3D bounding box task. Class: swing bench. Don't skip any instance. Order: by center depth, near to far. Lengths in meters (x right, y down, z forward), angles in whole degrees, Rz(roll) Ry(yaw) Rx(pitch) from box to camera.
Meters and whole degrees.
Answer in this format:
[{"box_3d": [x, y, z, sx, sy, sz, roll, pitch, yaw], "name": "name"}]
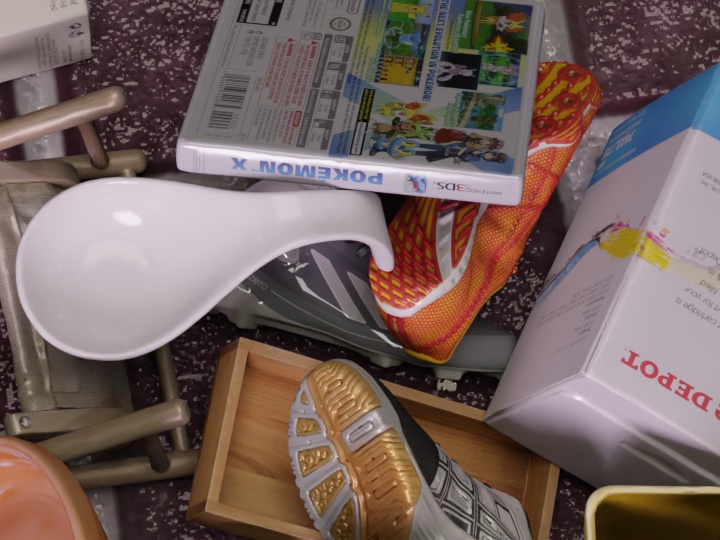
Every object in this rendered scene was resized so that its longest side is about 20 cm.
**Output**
[{"box_3d": [-0.204, 0.026, 1.567, 0.200, 0.130, 0.199, -12, 73, -2], "name": "swing bench"}]

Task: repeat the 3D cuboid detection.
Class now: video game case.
[{"box_3d": [0.005, -0.102, 1.554, 0.182, 0.022, 0.200, 6, 33, 4], "name": "video game case"}]

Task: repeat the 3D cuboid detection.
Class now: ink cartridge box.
[{"box_3d": [0.189, 0.021, 1.559, 0.147, 0.146, 0.200, 31, 69, -12], "name": "ink cartridge box"}]

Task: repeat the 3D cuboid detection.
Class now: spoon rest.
[{"box_3d": [-0.080, -0.011, 1.481, 0.200, 0.061, 0.099, -11, 71, -10], "name": "spoon rest"}]

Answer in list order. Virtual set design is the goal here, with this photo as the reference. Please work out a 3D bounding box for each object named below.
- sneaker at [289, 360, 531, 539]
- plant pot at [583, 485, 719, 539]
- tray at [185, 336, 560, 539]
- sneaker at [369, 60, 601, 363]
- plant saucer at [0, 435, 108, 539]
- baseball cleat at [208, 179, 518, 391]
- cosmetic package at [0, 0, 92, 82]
[{"box_3d": [0.038, 0.132, 1.514, 0.088, 0.076, 0.200, -27, 85, -50], "name": "sneaker"}, {"box_3d": [0.209, 0.231, 1.494, 0.200, 0.176, 0.200, 0, 72, -3], "name": "plant pot"}, {"box_3d": [0.010, 0.114, 1.563, 0.200, 0.037, 0.099, 18, 70, -20], "name": "tray"}, {"box_3d": [0.068, -0.037, 1.580, 0.073, 0.077, 0.200, 24, 63, 30], "name": "sneaker"}, {"box_3d": [-0.178, 0.184, 1.428, 0.037, 0.200, 0.200, 11, 67, -38], "name": "plant saucer"}, {"box_3d": [0.000, 0.000, 1.604, 0.200, 0.070, 0.107, 13, 97, 1], "name": "baseball cleat"}, {"box_3d": [-0.264, -0.154, 1.650, 0.200, 0.071, 0.105, -17, 74, -9], "name": "cosmetic package"}]
